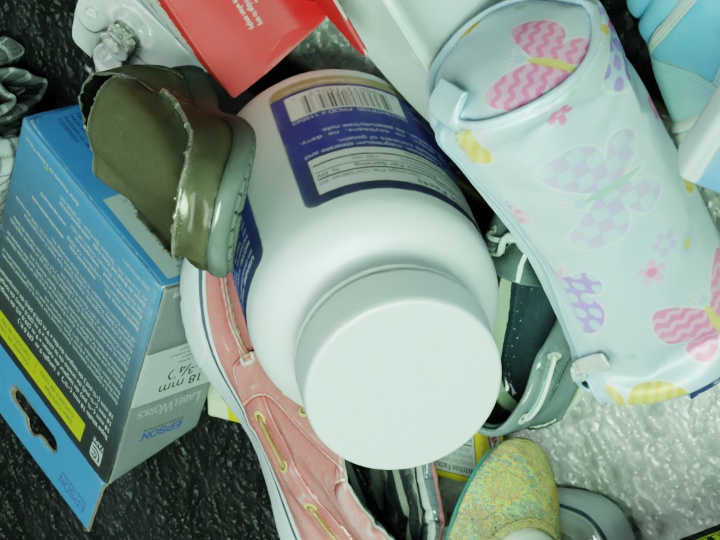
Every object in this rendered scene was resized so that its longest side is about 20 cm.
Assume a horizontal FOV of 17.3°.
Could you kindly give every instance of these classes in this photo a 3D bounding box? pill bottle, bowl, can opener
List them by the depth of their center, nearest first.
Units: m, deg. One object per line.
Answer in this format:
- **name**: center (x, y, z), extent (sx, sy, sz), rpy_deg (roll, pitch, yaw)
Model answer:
- **bowl**: center (0.017, -0.167, 1.086), extent (0.202, 0.090, 0.201), rpy_deg (52, 177, 4)
- **pill bottle**: center (0.000, 0.000, 1.114), extent (0.200, 0.119, 0.120), rpy_deg (-110, 25, -57)
- **can opener**: center (-0.073, -0.085, 1.256), extent (0.200, 0.066, 0.053), rpy_deg (44, 129, 9)

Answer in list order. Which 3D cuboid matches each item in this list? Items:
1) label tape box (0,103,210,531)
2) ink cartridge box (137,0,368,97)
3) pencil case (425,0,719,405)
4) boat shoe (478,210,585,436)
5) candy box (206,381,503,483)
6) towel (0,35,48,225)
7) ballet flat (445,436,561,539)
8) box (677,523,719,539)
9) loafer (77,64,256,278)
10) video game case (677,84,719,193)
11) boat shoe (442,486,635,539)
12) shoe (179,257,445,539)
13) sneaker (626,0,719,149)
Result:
- **label tape box**: center (-0.147, 0.025, 1.342), extent (0.144, 0.063, 0.201), rpy_deg (49, 139, 28)
- **ink cartridge box**: center (-0.091, -0.167, 1.157), extent (0.200, 0.067, 0.116), rpy_deg (46, 174, 37)
- **pencil case**: center (0.102, -0.028, 1.042), extent (0.200, 0.090, 0.083), rpy_deg (58, -175, -38)
- **boat shoe**: center (0.091, -0.006, 1.134), extent (0.073, 0.062, 0.201), rpy_deg (30, 126, 28)
- **candy box**: center (-0.009, 0.046, 1.270), extent (0.199, 0.026, 0.103), rpy_deg (12, 116, 39)
- **towel**: center (-0.280, -0.052, 1.377), extent (0.200, 0.165, 0.086), rpy_deg (-33, 79, 44)
- **ballet flat**: center (0.065, 0.184, 1.151), extent (0.070, 0.071, 0.201), rpy_deg (22, 95, 33)
- **box**: center (0.190, 0.211, 1.063), extent (0.048, 0.192, 0.201), rpy_deg (-162, 52, -79)
- **loafer**: center (-0.098, -0.051, 1.130), extent (0.200, 0.069, 0.076), rpy_deg (-129, 48, -67)
- **video game case**: center (0.248, -0.081, 0.914), extent (0.181, 0.022, 0.201), rpy_deg (19, 130, -13)
- **boat shoe**: center (0.054, 0.166, 1.237), extent (0.199, 0.067, 0.074), rpy_deg (-23, 92, 45)
- **shoe**: center (-0.021, 0.063, 1.208), extent (0.091, 0.071, 0.201), rpy_deg (-25, 86, 55)
- **sneaker**: center (0.183, -0.133, 0.988), extent (0.199, 0.079, 0.131), rpy_deg (-29, 89, 44)
